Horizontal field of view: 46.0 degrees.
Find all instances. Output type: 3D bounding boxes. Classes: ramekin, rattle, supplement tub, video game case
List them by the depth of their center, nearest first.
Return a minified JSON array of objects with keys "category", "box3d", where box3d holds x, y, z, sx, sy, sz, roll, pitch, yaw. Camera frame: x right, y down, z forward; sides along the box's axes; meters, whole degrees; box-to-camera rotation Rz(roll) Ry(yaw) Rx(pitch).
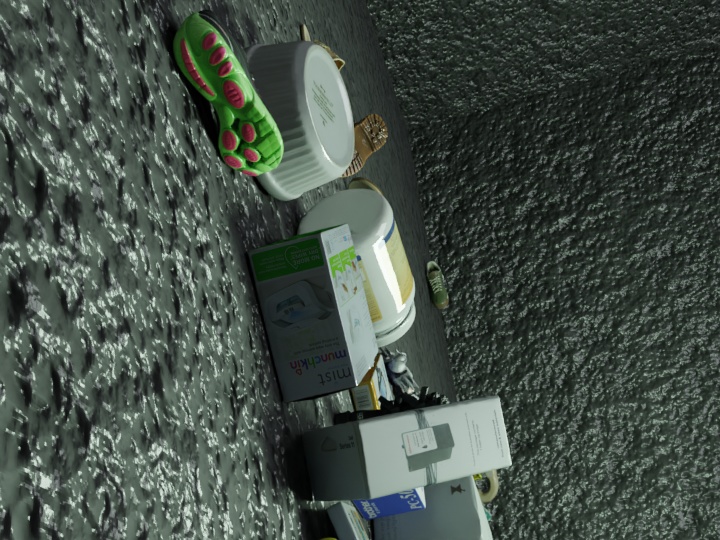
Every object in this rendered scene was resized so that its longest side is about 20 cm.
[{"category":"video game case","box3d":[0.018,0.370,0.985,0.182,0.023,0.203,77,-12,-73]},{"category":"ramekin","box3d":[-0.078,-0.198,1.090,0.202,0.092,0.207,-10,90,-70]},{"category":"supplement tub","box3d":[0.000,0.000,1.240,0.146,0.141,0.202,-92,166,-51]},{"category":"rattle","box3d":[0.362,0.719,2.690,0.143,0.128,0.204,-21,124,-70]}]

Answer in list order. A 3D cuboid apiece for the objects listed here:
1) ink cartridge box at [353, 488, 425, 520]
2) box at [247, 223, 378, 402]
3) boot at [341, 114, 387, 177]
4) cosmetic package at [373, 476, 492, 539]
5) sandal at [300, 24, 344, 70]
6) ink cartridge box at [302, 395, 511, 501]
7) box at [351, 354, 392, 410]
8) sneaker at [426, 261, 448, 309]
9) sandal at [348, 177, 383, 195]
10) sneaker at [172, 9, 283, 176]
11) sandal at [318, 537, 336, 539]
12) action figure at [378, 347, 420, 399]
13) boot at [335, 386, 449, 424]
[{"category":"ink cartridge box","box3d":[0.022,0.272,1.150,0.201,0.092,0.045,67,13,-49]},{"category":"box","box3d":[-0.049,0.043,1.032,0.200,0.095,0.180,-43,120,-80]},{"category":"boot","box3d":[-0.040,-0.208,1.510,0.200,0.106,0.076,-41,110,-49]},{"category":"cosmetic package","box3d":[0.121,0.444,1.292,0.167,0.162,0.202,-95,168,-45]},{"category":"sandal","box3d":[-0.061,-0.380,1.626,0.078,0.068,0.216,49,30,-71]},{"category":"ink cartridge box","box3d":[0.051,0.206,0.980,0.146,0.196,0.085,-28,-111,59]},{"category":"box","box3d":[0.025,0.219,1.420,0.200,0.041,0.122,-55,131,-81]},{"category":"sneaker","box3d":[0.272,0.046,3.100,0.202,0.066,0.091,-91,157,-53]},{"category":"sandal","box3d":[0.017,-0.090,1.733,0.054,0.079,0.204,-28,110,-58]},{"category":"sneaker","box3d":[-0.132,-0.189,0.912,0.085,0.075,0.202,-88,164,-46]},{"category":"sandal","box3d":[-0.029,0.360,0.801,0.087,0.078,0.204,63,24,-68]},{"category":"action figure","box3d":[0.076,0.217,1.557,0.131,0.068,0.203,-118,-162,-45]},{"category":"boot","box3d":[0.063,0.246,1.221,0.200,0.159,0.074,66,15,-48]}]
